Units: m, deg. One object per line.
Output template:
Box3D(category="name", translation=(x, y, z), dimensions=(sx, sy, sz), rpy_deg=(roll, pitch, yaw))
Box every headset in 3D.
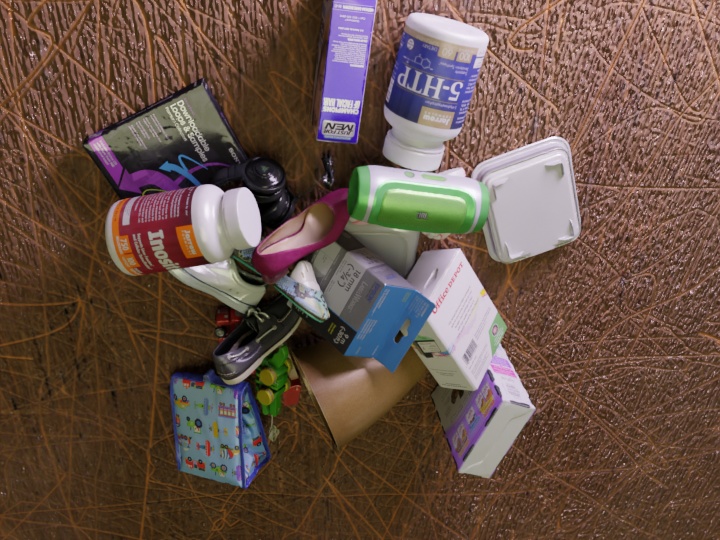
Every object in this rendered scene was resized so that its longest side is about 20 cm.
Box3D(category="headset", translation=(-0.137, -0.129, 1.090), dimensions=(0.198, 0.095, 0.124), rpy_deg=(-9, 146, 7))

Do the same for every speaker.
Box3D(category="speaker", translation=(0.085, -0.104, 1.057), dimensions=(0.198, 0.089, 0.089), rpy_deg=(5, 119, -13))

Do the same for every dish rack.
Box3D(category="dish rack", translation=(0.285, -0.106, 1.193), dimensions=(0.170, 0.044, 0.201), rpy_deg=(-20, 122, 1))

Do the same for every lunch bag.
Box3D(category="lunch bag", translation=(-0.257, 0.265, 1.264), dimensions=(0.149, 0.094, 0.201), rpy_deg=(6, 118, 24))

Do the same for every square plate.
Box3D(category="square plate", translation=(0.000, 0.000, 1.215), dimensions=(0.196, 0.029, 0.201), rpy_deg=(0, 120, -10))

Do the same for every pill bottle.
Box3D(category="pill bottle", translation=(-0.250, -0.061, 1.024), dimensions=(0.198, 0.113, 0.114), rpy_deg=(-9, 122, 13))
Box3D(category="pill bottle", translation=(0.099, -0.253, 1.030), dimensions=(0.119, 0.120, 0.201), rpy_deg=(7, 119, -14))

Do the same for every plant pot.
Box3D(category="plant pot", translation=(0.007, 0.181, 1.249), dimensions=(0.199, 0.186, 0.187), rpy_deg=(-26, 122, -9))

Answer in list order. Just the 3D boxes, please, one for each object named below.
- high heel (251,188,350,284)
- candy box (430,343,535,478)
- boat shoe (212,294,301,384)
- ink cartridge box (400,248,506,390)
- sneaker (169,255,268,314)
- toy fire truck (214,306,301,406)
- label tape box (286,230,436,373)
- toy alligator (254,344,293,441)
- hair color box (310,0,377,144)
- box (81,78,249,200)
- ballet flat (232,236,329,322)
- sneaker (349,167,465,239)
Box3D(category="high heel", translation=(-0.078, -0.064, 1.055), dimensions=(0.067, 0.096, 0.200), rpy_deg=(36, 72, 13))
Box3D(category="candy box", translation=(0.213, 0.236, 1.288), dimensions=(0.071, 0.200, 0.169), rpy_deg=(16, 117, -19))
Box3D(category="boat shoe", translation=(-0.164, 0.094, 1.168), dimensions=(0.200, 0.072, 0.063), rpy_deg=(-49, 131, -27))
Box3D(category="ink cartridge box", translation=(0.151, 0.083, 1.215), dimensions=(0.084, 0.145, 0.200), rpy_deg=(-2, 134, 44))
Box3D(category="sneaker", translation=(-0.238, -0.004, 1.156), dimensions=(0.199, 0.073, 0.071), rpy_deg=(32, 102, -34))
Box3D(category="toy fire truck", translation=(-0.178, 0.150, 1.261), dimensions=(0.140, 0.049, 0.201), rpy_deg=(-5, 120, -7))
Box3D(category="label tape box", translation=(-0.003, 0.053, 1.124), dimensions=(0.200, 0.063, 0.145), rpy_deg=(39, 115, 20))
Box3D(category="toy alligator", translation=(-0.160, 0.207, 1.240), dimensions=(0.054, 0.059, 0.201), rpy_deg=(24, 121, 24))
Box3D(category="hair color box", translation=(-0.027, -0.290, 0.993), dimensions=(0.064, 0.110, 0.201), rpy_deg=(2, 119, -10))
Box3D(category="box", translation=(-0.284, -0.175, 1.060), dimensions=(0.199, 0.036, 0.143), rpy_deg=(-26, 121, 4))
Box3D(category="ballet flat", translation=(-0.116, 0.000, 1.110), dimensions=(0.199, 0.074, 0.075), rpy_deg=(35, 116, 18))
Box3D(category="sneaker", translation=(0.084, -0.085, 1.142), dimensions=(0.199, 0.075, 0.105), rpy_deg=(-19, 105, -2))
